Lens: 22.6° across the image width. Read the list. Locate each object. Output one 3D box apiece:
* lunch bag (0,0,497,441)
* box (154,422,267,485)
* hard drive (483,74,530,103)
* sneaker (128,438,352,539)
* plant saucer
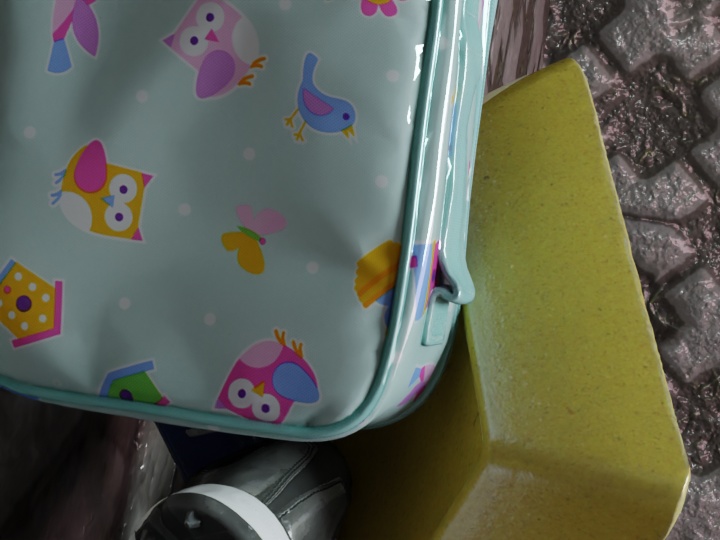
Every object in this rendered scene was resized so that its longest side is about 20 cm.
[{"bbox_3d":[-0.037,-0.045,0.562,0.077,0.159,0.202,3,95,-78],"label":"lunch bag"},{"bbox_3d":[-0.046,0.047,0.694,0.201,0.032,0.121,66,15,-9],"label":"box"},{"bbox_3d":[0.000,0.000,0.826,0.027,0.199,0.133,35,52,-29],"label":"hard drive"},{"bbox_3d":[-0.060,0.120,0.615,0.090,0.066,0.200,-39,171,-49],"label":"sneaker"},{"bbox_3d":[0.030,0.055,0.625,0.201,0.048,0.201,-96,-156,-45],"label":"plant saucer"}]
